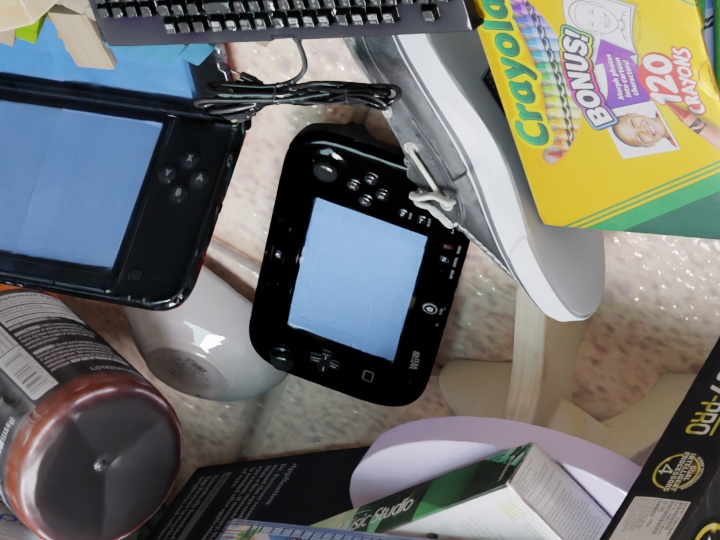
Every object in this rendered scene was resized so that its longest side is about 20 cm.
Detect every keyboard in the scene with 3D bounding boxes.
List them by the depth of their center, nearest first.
[{"bbox_3d":[-0.037,-0.118,1.404,0.200,0.021,0.127,0,131,30],"label":"keyboard"}]

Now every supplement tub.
[{"bbox_3d":[-0.190,0.071,1.711,0.200,0.107,0.107,37,155,50],"label":"supplement tub"}]

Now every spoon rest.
[{"bbox_3d":[-0.121,0.009,1.691,0.200,0.061,0.099,38,145,-27],"label":"spoon rest"}]

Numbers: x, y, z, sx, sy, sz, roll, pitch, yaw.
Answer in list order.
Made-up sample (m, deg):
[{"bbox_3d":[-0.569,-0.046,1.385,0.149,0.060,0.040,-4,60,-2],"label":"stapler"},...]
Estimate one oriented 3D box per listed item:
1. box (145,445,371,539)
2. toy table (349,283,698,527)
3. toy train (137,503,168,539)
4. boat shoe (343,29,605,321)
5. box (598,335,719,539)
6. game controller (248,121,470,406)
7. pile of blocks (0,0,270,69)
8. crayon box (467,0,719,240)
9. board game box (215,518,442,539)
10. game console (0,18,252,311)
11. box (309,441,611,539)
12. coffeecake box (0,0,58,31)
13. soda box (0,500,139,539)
[{"bbox_3d":[-0.005,0.215,1.765,0.200,0.117,0.197,-10,124,43],"label":"box"},{"bbox_3d":[0.105,0.097,1.561,0.200,0.117,0.184,13,138,26],"label":"toy table"},{"bbox_3d":[-0.138,0.198,1.880,0.114,0.085,0.200,-31,107,35],"label":"toy train"},{"bbox_3d":[0.052,-0.057,1.468,0.068,0.074,0.199,-13,122,38],"label":"boat shoe"},{"bbox_3d":[0.193,0.132,1.467,0.049,0.200,0.161,3,132,36],"label":"box"},{"bbox_3d":[0.000,0.000,1.594,0.104,0.042,0.200,26,142,10],"label":"game controller"},{"bbox_3d":[-0.119,-0.147,1.494,0.200,0.062,0.082,9,150,19],"label":"pile of blocks"},{"bbox_3d":[0.121,-0.108,1.376,0.119,0.058,0.200,6,134,32],"label":"crayon box"},{"bbox_3d":[0.040,0.207,1.528,0.200,0.062,0.200,-13,123,47],"label":"board game box"},{"bbox_3d":[-0.172,-0.087,1.570,0.200,0.173,0.119,9,162,29],"label":"game console"},{"bbox_3d":[0.069,0.169,1.545,0.144,0.036,0.200,46,141,-15],"label":"box"},{"bbox_3d":[-0.164,-0.183,1.384,0.153,0.200,0.073,-7,120,40],"label":"coffeecake box"},{"bbox_3d":[-0.195,0.160,1.726,0.063,0.200,0.068,22,107,17],"label":"soda box"}]
